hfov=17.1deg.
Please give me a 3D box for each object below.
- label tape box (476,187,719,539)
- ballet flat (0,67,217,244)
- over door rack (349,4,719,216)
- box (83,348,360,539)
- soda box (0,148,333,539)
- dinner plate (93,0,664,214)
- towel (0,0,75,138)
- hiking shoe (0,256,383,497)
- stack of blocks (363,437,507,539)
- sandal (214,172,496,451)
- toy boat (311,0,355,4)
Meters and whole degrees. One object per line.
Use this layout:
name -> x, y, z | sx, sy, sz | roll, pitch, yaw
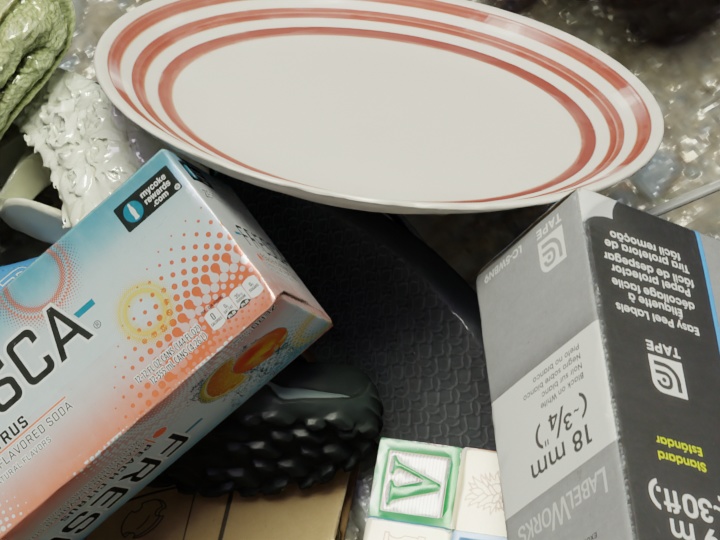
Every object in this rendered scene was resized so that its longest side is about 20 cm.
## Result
label tape box -> 0.118, 0.089, 0.752 | 0.144, 0.063, 0.201 | 18, 49, -31
ballet flat -> -0.122, -0.049, 0.911 | 0.072, 0.072, 0.200 | -35, 27, -15
over door rack -> 0.102, -0.068, 0.950 | 0.200, 0.067, 0.148 | -29, 60, -28
box -> -0.104, 0.090, 0.893 | 0.199, 0.021, 0.164 | 8, 60, 9
soda box -> -0.109, 0.052, 0.795 | 0.200, 0.064, 0.068 | -40, 72, 6
dinner plate -> 0.006, -0.058, 0.838 | 0.199, 0.024, 0.200 | 5, 26, -2
towel -> -0.189, -0.043, 0.906 | 0.200, 0.036, 0.148 | -57, 37, 3
hiking shoe -> -0.088, 0.028, 0.872 | 0.199, 0.074, 0.087 | 5, 60, 7
stack of blocks -> 0.021, 0.162, 0.795 | 0.115, 0.059, 0.201 | 7, 71, 8
sandal -> 0.000, -0.001, 0.889 | 0.043, 0.076, 0.200 | -21, 56, -41
toy boat -> -0.006, -0.172, 0.999 | 0.130, 0.131, 0.201 | 18, 58, -18
